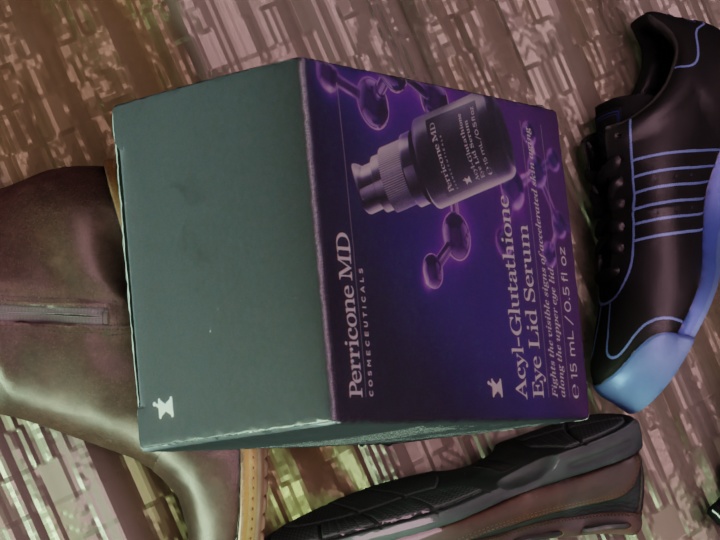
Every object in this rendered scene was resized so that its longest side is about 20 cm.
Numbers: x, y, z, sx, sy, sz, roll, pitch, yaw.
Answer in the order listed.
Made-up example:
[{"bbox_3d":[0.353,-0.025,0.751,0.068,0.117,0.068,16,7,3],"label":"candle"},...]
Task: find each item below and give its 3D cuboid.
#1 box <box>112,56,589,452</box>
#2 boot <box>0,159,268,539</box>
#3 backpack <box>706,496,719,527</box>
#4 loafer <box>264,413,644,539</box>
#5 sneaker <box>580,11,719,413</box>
[{"bbox_3d":[0.000,0.000,0.878,0.200,0.104,0.148,3,79,-54],"label":"box"},{"bbox_3d":[-0.128,0.053,0.911,0.166,0.072,0.200,-6,91,-7],"label":"boot"},{"bbox_3d":[0.287,0.046,1.011,0.200,0.154,0.191,8,72,-16],"label":"backpack"},{"bbox_3d":[0.052,0.124,0.958,0.200,0.072,0.063,-17,100,-23],"label":"loafer"},{"bbox_3d":[0.139,-0.032,1.005,0.078,0.070,0.200,25,71,-12],"label":"sneaker"}]
